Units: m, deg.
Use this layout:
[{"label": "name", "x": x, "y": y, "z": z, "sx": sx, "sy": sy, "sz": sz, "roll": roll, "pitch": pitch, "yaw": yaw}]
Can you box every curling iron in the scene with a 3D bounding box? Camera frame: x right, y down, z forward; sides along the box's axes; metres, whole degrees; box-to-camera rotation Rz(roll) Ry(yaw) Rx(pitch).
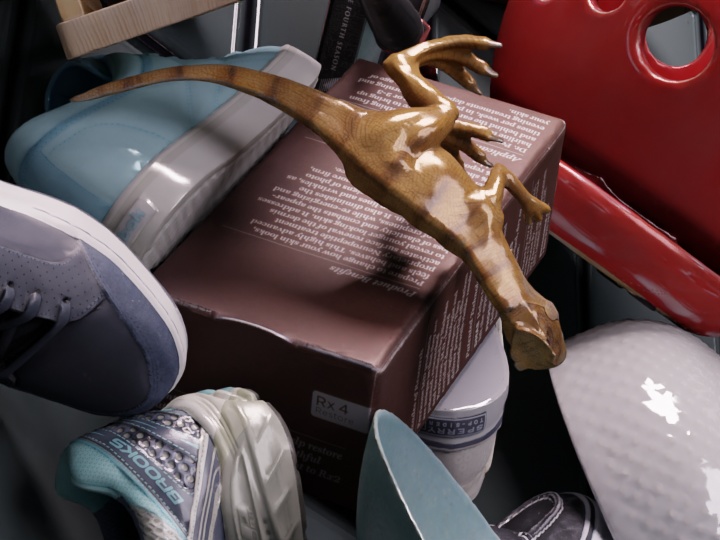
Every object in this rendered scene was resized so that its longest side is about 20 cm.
[{"label": "curling iron", "x": 0.019, "y": -0.095, "z": 1.103, "sx": 0.200, "sy": 0.025, "sz": 0.050, "roll": 68, "pitch": 19, "yaw": -75}]

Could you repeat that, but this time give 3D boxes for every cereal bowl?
[{"label": "cereal bowl", "x": 0.164, "y": 0.107, "z": 1.138, "sx": 0.200, "sy": 0.083, "sz": 0.200, "roll": 61, "pitch": 9, "yaw": -16}]

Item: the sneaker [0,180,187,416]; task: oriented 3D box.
[{"label": "sneaker", "x": -0.146, "y": 0.023, "z": 0.813, "sx": 0.202, "sy": 0.077, "sz": 0.146, "roll": 33, "pitch": 31, "yaw": -23}]

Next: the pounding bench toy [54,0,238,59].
[{"label": "pounding bench toy", "x": -0.078, "y": -0.178, "z": 0.994, "sx": 0.200, "sy": 0.124, "sz": 0.156, "roll": -124, "pitch": -165, "yaw": -84}]

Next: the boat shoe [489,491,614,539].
[{"label": "boat shoe", "x": 0.040, "y": 0.130, "z": 1.028, "sx": 0.200, "sy": 0.072, "sz": 0.068, "roll": -39, "pitch": 102, "yaw": -50}]

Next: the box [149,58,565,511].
[{"label": "box", "x": 0.000, "y": 0.000, "z": 1.000, "sx": 0.200, "sy": 0.100, "sz": 0.075, "roll": -48, "pitch": 151, "yaw": -51}]

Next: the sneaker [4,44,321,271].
[{"label": "sneaker", "x": -0.076, "y": -0.064, "z": 0.997, "sx": 0.082, "sy": 0.074, "sz": 0.200, "roll": 38, "pitch": 22, "yaw": 2}]

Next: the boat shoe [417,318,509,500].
[{"label": "boat shoe", "x": 0.031, "y": 0.028, "z": 1.089, "sx": 0.200, "sy": 0.071, "sz": 0.070, "roll": -97, "pitch": -171, "yaw": -56}]

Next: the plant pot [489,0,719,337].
[{"label": "plant pot", "x": 0.150, "y": -0.084, "z": 1.178, "sx": 0.200, "sy": 0.183, "sz": 0.200, "roll": 37, "pitch": 2, "yaw": -2}]

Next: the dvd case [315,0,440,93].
[{"label": "dvd case", "x": 0.028, "y": -0.177, "z": 1.133, "sx": 0.022, "sy": 0.200, "sz": 0.146, "roll": 21, "pitch": 34, "yaw": 10}]

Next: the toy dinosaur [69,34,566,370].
[{"label": "toy dinosaur", "x": 0.009, "y": -0.046, "z": 0.928, "sx": 0.200, "sy": 0.060, "sz": 0.106, "roll": 36, "pitch": 41, "yaw": 3}]

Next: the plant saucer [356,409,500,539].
[{"label": "plant saucer", "x": 0.047, "y": 0.142, "z": 0.881, "sx": 0.201, "sy": 0.039, "sz": 0.201, "roll": 55, "pitch": 6, "yaw": -8}]

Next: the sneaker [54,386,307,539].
[{"label": "sneaker", "x": -0.061, "y": 0.145, "z": 0.886, "sx": 0.086, "sy": 0.078, "sz": 0.201, "roll": -8, "pitch": 78, "yaw": -29}]

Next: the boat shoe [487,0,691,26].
[{"label": "boat shoe", "x": 0.125, "y": -0.174, "z": 1.354, "sx": 0.200, "sy": 0.071, "sz": 0.065, "roll": 6, "pitch": 63, "yaw": -51}]
